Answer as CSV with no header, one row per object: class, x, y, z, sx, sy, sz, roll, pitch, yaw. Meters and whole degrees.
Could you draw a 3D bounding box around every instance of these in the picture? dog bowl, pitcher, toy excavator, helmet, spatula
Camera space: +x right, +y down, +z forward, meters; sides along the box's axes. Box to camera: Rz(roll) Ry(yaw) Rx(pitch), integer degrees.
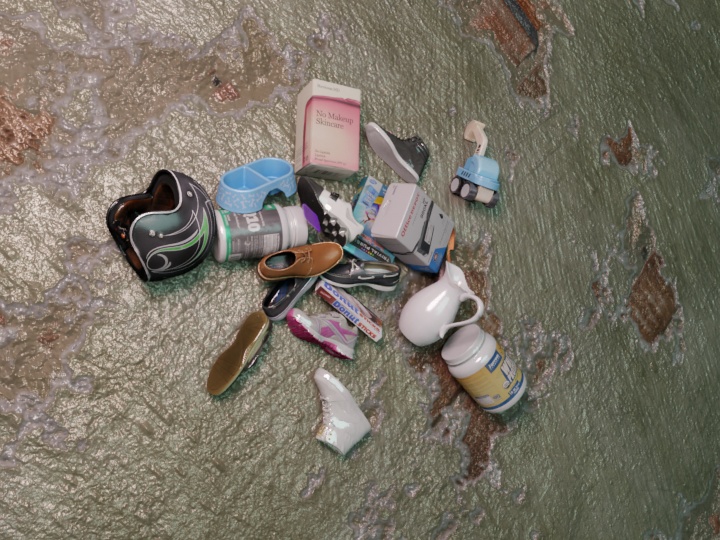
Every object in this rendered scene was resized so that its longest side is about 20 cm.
dog bowl,-0.225,-0.192,1.241,0.111,0.050,0.199,33,45,26
pitcher,0.196,0.104,1.379,0.121,0.172,0.200,25,113,-40
toy excavator,0.322,-0.293,1.541,0.099,0.195,0.202,14,107,-24
helmet,-0.380,-0.091,1.125,0.190,0.199,0.201,-35,101,-28
spatula,-0.092,-0.078,1.303,0.020,0.201,0.057,-17,52,4

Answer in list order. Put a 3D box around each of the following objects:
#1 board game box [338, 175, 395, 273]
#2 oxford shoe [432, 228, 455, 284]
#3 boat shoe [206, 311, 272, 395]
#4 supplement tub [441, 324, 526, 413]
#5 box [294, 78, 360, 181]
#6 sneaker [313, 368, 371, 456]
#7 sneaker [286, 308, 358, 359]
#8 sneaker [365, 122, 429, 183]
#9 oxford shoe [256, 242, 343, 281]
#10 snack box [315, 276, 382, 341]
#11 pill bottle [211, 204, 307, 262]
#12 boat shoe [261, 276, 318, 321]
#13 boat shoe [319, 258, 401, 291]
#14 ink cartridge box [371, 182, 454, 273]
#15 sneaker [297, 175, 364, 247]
board game box,0.035,-0.110,1.416,0.150,0.047,0.202,29,72,-21
oxford shoe,0.199,-0.019,1.489,0.072,0.071,0.202,9,76,-5
boat shoe,-0.253,0.187,1.228,0.201,0.073,0.065,-55,144,-9
supplement tub,0.317,0.253,1.467,0.200,0.144,0.145,48,67,-15
box,-0.078,-0.328,1.346,0.127,0.109,0.203,4,83,-26
sneaker,-0.068,0.333,1.305,0.115,0.073,0.201,-41,105,-27
sneaker,-0.084,0.131,1.315,0.199,0.081,0.089,36,66,-33
sneaker,0.099,-0.325,1.461,0.200,0.070,0.100,43,66,-23
oxford shoe,-0.123,-0.023,1.237,0.198,0.071,0.072,-17,78,-22
snack box,-0.025,0.086,1.355,0.200,0.072,0.024,41,114,-18
pill bottle,-0.224,-0.085,1.246,0.198,0.113,0.114,-10,89,-28
boat shoe,-0.157,0.019,1.285,0.201,0.070,0.066,-53,149,-15
boat shoe,0.000,0.000,1.343,0.198,0.061,0.076,4,40,-21
ink cartridge box,0.131,-0.102,1.386,0.200,0.084,0.146,34,72,-45
sneaker,-0.070,-0.147,1.341,0.088,0.074,0.201,-29,76,-39
